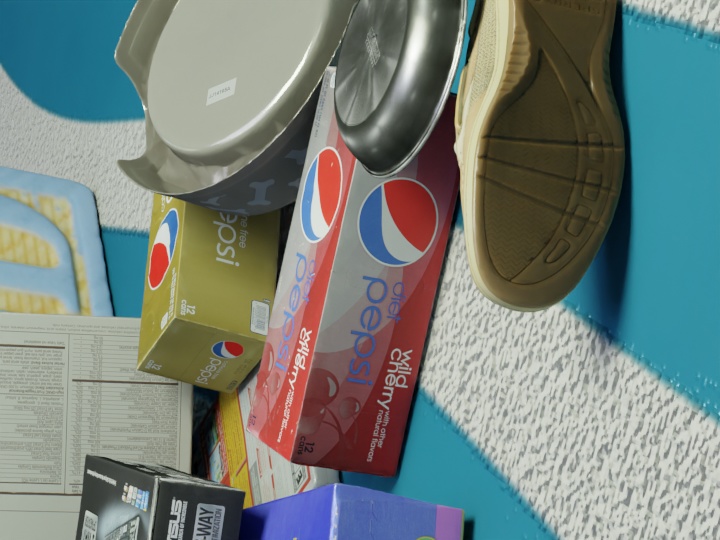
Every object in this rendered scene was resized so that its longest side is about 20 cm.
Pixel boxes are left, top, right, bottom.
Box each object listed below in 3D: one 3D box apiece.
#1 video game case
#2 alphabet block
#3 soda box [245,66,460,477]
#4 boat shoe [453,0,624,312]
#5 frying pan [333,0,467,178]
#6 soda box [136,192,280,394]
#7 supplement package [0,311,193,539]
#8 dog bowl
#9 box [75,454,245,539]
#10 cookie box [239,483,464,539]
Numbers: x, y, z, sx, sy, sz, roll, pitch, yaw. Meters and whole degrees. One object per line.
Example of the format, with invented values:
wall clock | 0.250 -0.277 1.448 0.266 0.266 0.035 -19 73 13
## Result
video game case | -0.067 0.124 1.327 0.200 0.017 0.144 123 148 -42
alphabet block | -0.310 0.051 1.701 0.197 0.194 0.201 -104 34 -47
soda box | 0.000 0.000 1.166 0.070 0.063 0.202 25 104 64
boat shoe | 0.077 -0.067 1.020 0.065 0.071 0.201 135 150 -59
frying pan | 0.034 -0.118 1.043 0.190 0.031 0.116 -44 38 52
soda box | -0.088 -0.033 1.357 0.068 0.064 0.201 131 149 -50
supplement package | -0.192 0.133 1.397 0.152 0.149 0.202 159 113 -73
dog bowl | -0.056 -0.121 1.272 0.199 0.059 0.201 -26 49 34
box | -0.117 0.184 1.193 0.200 0.049 0.159 179 100 -73
cookie box | -0.027 0.206 1.127 0.200 0.075 0.173 155 123 -64
